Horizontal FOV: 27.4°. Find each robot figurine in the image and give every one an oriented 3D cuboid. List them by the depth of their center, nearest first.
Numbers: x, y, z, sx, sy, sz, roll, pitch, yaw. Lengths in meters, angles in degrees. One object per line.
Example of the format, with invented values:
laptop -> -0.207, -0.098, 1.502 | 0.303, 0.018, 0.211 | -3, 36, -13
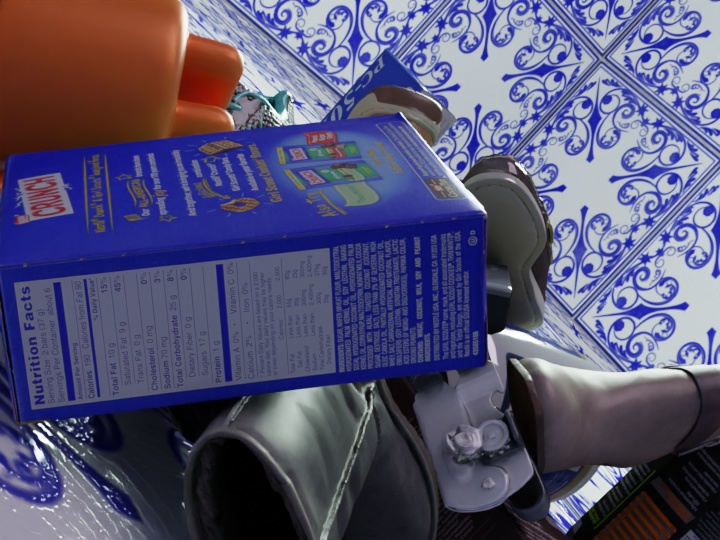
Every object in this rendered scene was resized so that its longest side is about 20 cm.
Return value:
robot figurine -> -0.166, -0.103, 0.792 | 0.198, 0.145, 0.117 | 13, 17, -13

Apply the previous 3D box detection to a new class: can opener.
can opener -> 0.050, 0.055, 0.847 | 0.067, 0.052, 0.201 | 56, 13, -55

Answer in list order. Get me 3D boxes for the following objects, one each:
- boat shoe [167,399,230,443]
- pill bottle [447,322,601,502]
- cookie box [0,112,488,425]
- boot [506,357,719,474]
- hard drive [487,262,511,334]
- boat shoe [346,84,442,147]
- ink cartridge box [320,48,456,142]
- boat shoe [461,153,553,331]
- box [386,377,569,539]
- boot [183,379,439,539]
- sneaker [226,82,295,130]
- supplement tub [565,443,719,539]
boat shoe -> -0.079, 0.028, 0.799 | 0.200, 0.075, 0.061 | -75, 146, -66
pill bottle -> 0.078, 0.090, 1.057 | 0.199, 0.120, 0.120 | 23, 19, -40
cookie box -> -0.059, -0.008, 0.667 | 0.171, 0.198, 0.076 | -118, -156, -68
boot -> 0.163, 0.082, 0.894 | 0.200, 0.145, 0.071 | 80, 1, -78
hard drive -> 0.000, 0.000, 0.978 | 0.198, 0.033, 0.140 | 11, 7, 3
boat shoe -> -0.002, -0.056, 0.996 | 0.071, 0.077, 0.200 | 16, -17, -6
ink cartridge box -> -0.019, -0.074, 1.169 | 0.044, 0.200, 0.094 | 37, 10, -32
boat shoe -> 0.104, -0.027, 1.057 | 0.071, 0.060, 0.200 | 5, -29, 15
box -> 0.067, 0.154, 0.885 | 0.100, 0.075, 0.200 | 36, 9, -42
boot -> -0.015, 0.109, 0.692 | 0.200, 0.072, 0.183 | -84, 152, -69
sneaker -> -0.094, -0.077, 0.938 | 0.077, 0.092, 0.200 | 0, 6, 22
supplement tub -> 0.222, 0.186, 1.013 | 0.123, 0.200, 0.123 | 44, 9, -8
